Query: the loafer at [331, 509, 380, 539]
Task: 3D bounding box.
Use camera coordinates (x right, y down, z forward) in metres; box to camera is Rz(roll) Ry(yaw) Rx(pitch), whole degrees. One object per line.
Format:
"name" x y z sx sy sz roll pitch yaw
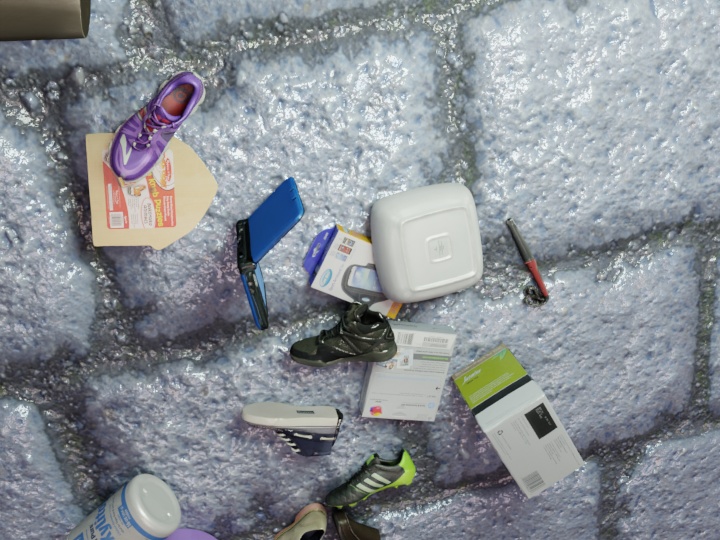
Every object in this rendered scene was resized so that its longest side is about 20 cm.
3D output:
"loafer" 0.005 0.574 1.445 0.071 0.073 0.200 -34 123 -1

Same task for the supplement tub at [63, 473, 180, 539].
"supplement tub" -0.460 0.502 1.287 0.200 0.132 0.132 -40 114 7

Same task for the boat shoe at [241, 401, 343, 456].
"boat shoe" -0.136 0.314 1.296 0.199 0.075 0.093 7 104 -14

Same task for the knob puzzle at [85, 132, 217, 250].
"knob puzzle" -0.334 -0.134 1.084 0.218 0.030 0.221 -3 100 -15

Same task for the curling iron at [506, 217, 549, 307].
"curling iron" 0.315 -0.010 1.268 0.049 0.026 0.201 -25 115 -3

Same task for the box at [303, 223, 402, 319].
"box" 0.000 0.000 1.207 0.199 0.042 0.120 21 108 -21

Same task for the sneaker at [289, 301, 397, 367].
"sneaker" -0.039 0.113 1.211 0.198 0.076 0.115 -6 120 12

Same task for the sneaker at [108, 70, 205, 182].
"sneaker" -0.314 -0.224 1.013 0.080 0.083 0.200 36 93 -18

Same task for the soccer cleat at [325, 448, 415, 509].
"soccer cleat" 0.016 0.431 1.390 0.199 0.068 0.082 -20 98 -3

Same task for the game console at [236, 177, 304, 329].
"game console" -0.135 -0.032 1.070 0.118 0.200 0.172 -15 116 -4

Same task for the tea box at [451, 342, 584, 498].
"tea box" 0.302 0.288 1.301 0.133 0.197 0.200 -32 114 3

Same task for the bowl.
"bowl" 0.125 -0.043 1.165 0.198 0.075 0.201 -13 105 -13

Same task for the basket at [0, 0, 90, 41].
"basket" -0.477 -0.387 0.901 0.199 0.136 0.181 2 117 -15

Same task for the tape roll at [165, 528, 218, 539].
"tape roll" -0.379 0.642 1.399 0.199 0.066 0.201 -4 114 -10

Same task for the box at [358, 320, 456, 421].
"box" 0.091 0.199 1.309 0.155 0.041 0.201 6 111 -12

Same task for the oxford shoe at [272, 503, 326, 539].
"oxford shoe" -0.140 0.588 1.415 0.071 0.074 0.201 28 105 -20
